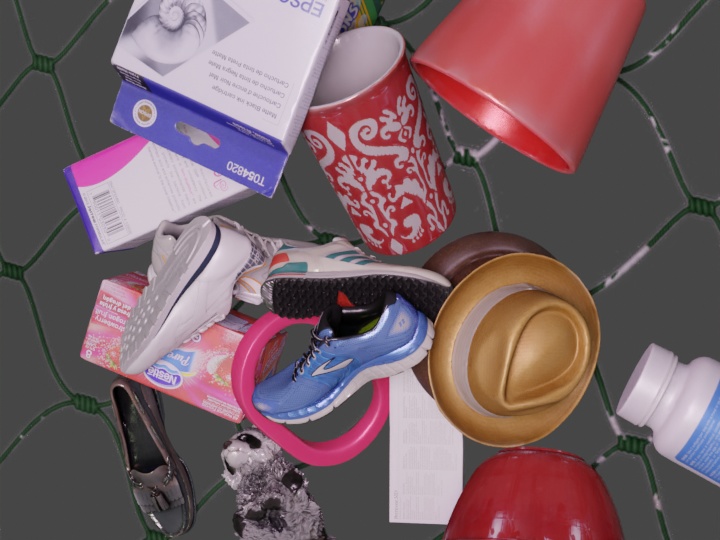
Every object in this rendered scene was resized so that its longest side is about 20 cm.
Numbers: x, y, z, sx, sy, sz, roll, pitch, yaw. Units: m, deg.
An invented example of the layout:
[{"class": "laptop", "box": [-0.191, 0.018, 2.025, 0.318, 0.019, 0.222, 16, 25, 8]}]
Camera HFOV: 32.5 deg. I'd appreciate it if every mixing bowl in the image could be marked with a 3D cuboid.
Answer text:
[{"class": "mixing bowl", "box": [0.183, 0.247, 1.269, 0.197, 0.200, 0.110, 4, 68, 11]}]

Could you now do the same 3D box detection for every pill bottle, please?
[{"class": "pill bottle", "box": [0.365, 0.157, 1.247, 0.198, 0.112, 0.113, 28, 100, 7]}]

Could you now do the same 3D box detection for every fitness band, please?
[{"class": "fitness band", "box": [-0.051, 0.123, 1.318, 0.144, 0.037, 0.200, -49, 123, -5]}]

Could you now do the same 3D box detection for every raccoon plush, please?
[{"class": "raccoon plush", "box": [-0.092, 0.264, 1.384, 0.096, 0.134, 0.201, -26, 122, -2]}]

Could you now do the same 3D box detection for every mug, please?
[{"class": "mug", "box": [0.029, -0.139, 1.258, 0.132, 0.178, 0.201, 13, 141, 42]}]

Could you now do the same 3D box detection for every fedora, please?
[{"class": "fedora", "box": [0.165, 0.083, 1.221, 0.198, 0.082, 0.204, -1, 93, -17]}]

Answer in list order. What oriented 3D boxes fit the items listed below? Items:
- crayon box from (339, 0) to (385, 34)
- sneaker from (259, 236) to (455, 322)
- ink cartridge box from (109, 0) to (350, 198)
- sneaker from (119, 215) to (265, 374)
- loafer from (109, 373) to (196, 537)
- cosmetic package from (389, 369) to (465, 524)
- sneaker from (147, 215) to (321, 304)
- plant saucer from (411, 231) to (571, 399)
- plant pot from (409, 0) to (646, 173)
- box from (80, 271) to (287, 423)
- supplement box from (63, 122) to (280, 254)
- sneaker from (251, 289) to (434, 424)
[{"class": "crayon box", "box": [-0.064, -0.254, 1.253, 0.051, 0.199, 0.127, 31, 101, 29]}, {"class": "sneaker", "box": [0.000, 0.000, 1.267, 0.197, 0.094, 0.071, 1, 133, 8]}, {"class": "ink cartridge box", "box": [-0.133, -0.198, 1.160, 0.198, 0.041, 0.202, 24, 99, 16]}, {"class": "sneaker", "box": [-0.179, 0.040, 1.271, 0.080, 0.077, 0.200, 25, 118, -32]}, {"class": "loafer", "box": [-0.244, 0.212, 1.402, 0.071, 0.063, 0.202, -17, 91, 13]}, {"class": "cosmetic package", "box": [0.073, 0.170, 1.339, 0.081, 0.051, 0.203, 1, 95, 7]}, {"class": "sneaker", "box": [-0.127, -0.017, 1.316, 0.197, 0.076, 0.093, -3, 137, -11]}, {"class": "plant saucer", "box": [0.143, 0.059, 1.290, 0.197, 0.034, 0.203, 0, 87, -7]}, {"class": "plant pot", "box": [0.177, -0.224, 1.225, 0.199, 0.200, 0.178, 34, 90, 7]}, {"class": "box", "box": [-0.193, 0.082, 1.362, 0.198, 0.100, 0.097, 21, 98, 9]}, {"class": "supplement box", "box": [-0.203, -0.103, 1.347, 0.198, 0.103, 0.102, -22, 89, 14]}, {"class": "sneaker", "box": [-0.029, 0.078, 1.223, 0.199, 0.079, 0.089, -31, 120, 14]}]
